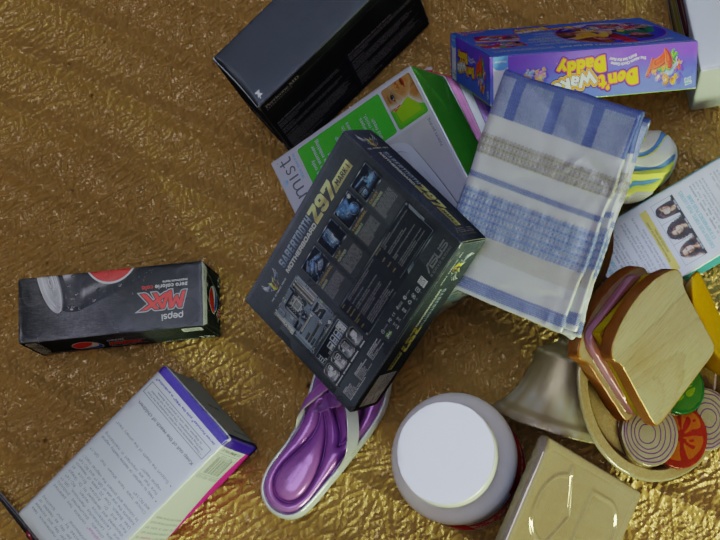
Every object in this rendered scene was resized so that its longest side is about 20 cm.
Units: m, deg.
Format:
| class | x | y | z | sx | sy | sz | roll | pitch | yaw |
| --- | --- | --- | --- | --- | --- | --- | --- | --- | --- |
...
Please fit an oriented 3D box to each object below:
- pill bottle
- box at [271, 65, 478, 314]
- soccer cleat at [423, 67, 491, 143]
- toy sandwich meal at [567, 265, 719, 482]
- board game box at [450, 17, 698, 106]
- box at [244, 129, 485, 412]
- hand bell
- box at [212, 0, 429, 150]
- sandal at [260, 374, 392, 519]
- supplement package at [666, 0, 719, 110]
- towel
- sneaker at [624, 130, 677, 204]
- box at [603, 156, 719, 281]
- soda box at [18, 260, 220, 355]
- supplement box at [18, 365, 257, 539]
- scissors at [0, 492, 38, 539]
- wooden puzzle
| class | x | y | z | sx | sy | sz | roll | pitch | yaw |
| --- | --- | --- | --- | --- | --- | --- | --- | --- | --- |
| pill bottle | 0.087 | 0.170 | 1.187 | 0.110 | 0.200 | 0.114 | -2 | 77 | 10 |
| box | 0.040 | -0.059 | 1.274 | 0.175 | 0.096 | 0.202 | -31 | 78 | 21 |
| soccer cleat | 0.115 | -0.132 | 1.317 | 0.198 | 0.067 | 0.077 | 29 | 69 | 11 |
| toy sandwich meal | 0.273 | 0.089 | 1.189 | 0.202 | 0.070 | 0.209 | 2 | 87 | -29 |
| board game box | 0.196 | -0.198 | 1.253 | 0.197 | 0.135 | 0.045 | -6 | 110 | -10 |
| box | 0.000 | 0.000 | 1.203 | 0.158 | 0.051 | 0.201 | 43 | 116 | 23 |
| hand bell | 0.197 | 0.045 | 1.226 | 0.103 | 0.104 | 0.203 | 16 | 92 | 14 |
| box | -0.035 | -0.230 | 1.331 | 0.200 | 0.141 | 0.079 | -44 | 74 | -2 |
| sandal | -0.030 | 0.148 | 1.293 | 0.082 | 0.050 | 0.205 | 25 | 83 | 15 |
| supplement package | 0.353 | -0.274 | 1.280 | 0.108 | 0.114 | 0.203 | -10 | 75 | 7 |
| towel | 0.156 | -0.058 | 1.154 | 0.145 | 0.024 | 0.203 | 21 | 97 | 27 |
| sneaker | 0.220 | -0.112 | 1.241 | 0.198 | 0.106 | 0.075 | -27 | 39 | -27 |
| box | 0.296 | -0.030 | 1.270 | 0.198 | 0.049 | 0.083 | -30 | 74 | 3 |
| soda box | -0.243 | 0.038 | 1.352 | 0.197 | 0.063 | 0.072 | -6 | 76 | 9 |
| supplement box | -0.212 | 0.203 | 1.289 | 0.200 | 0.101 | 0.103 | -46 | 73 | -2 |
| scissors | -0.317 | 0.264 | 1.316 | 0.014 | 0.073 | 0.200 | -31 | 69 | -26 |
| wooden puzzle | 0.158 | 0.251 | 1.168 | 0.046 | 0.199 | 0.187 | 19 | 81 | 41 |
